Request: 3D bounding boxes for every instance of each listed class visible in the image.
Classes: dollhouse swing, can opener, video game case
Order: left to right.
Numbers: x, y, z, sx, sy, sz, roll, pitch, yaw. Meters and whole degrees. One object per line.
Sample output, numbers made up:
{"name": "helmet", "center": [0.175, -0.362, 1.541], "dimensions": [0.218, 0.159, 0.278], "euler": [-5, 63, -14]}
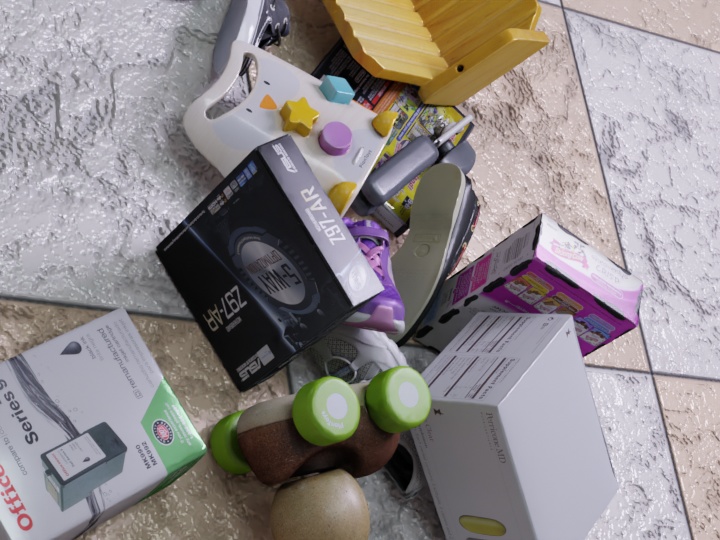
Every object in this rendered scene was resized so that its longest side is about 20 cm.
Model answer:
{"name": "video game case", "center": [0.020, -0.159, 1.655], "dimensions": [0.181, 0.025, 0.201], "euler": [43, 46, -9]}
{"name": "can opener", "center": [0.063, -0.108, 1.603], "dimensions": [0.200, 0.053, 0.067], "euler": [-35, 89, -44]}
{"name": "dollhouse swing", "center": [0.070, -0.307, 1.664], "dimensions": [0.201, 0.181, 0.176], "euler": [63, 16, 20]}

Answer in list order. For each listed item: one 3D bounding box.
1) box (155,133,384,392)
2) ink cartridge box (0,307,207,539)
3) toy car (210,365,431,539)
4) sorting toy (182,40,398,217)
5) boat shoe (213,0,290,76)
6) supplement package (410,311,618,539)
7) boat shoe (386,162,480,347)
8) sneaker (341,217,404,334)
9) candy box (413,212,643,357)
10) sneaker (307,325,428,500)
{"name": "box", "center": [-0.085, -0.002, 1.362], "dimensions": [0.043, 0.200, 0.161], "euler": [-26, 83, -43]}
{"name": "ink cartridge box", "center": [-0.246, 0.140, 1.236], "dimensions": [0.199, 0.084, 0.147], "euler": [-27, 82, -43]}
{"name": "toy car", "center": [-0.021, 0.203, 1.329], "dimensions": [0.157, 0.164, 0.202], "euler": [-5, 77, -38]}
{"name": "sorting toy", "center": [-0.076, -0.136, 1.498], "dimensions": [0.179, 0.107, 0.201], "euler": [34, 59, -9]}
{"name": "boat shoe", "center": [-0.102, -0.268, 1.602], "dimensions": [0.066, 0.070, 0.201], "euler": [28, 44, -19]}
{"name": "supplement package", "center": [0.145, 0.165, 1.445], "dimensions": [0.156, 0.110, 0.202], "euler": [-43, 123, -44]}
{"name": "boat shoe", "center": [0.068, -0.007, 1.552], "dimensions": [0.063, 0.073, 0.203], "euler": [45, 62, -49]}
{"name": "sneaker", "center": [0.000, 0.000, 1.432], "dimensions": [0.080, 0.089, 0.200], "euler": [15, 10, -14]}
{"name": "candy box", "center": [0.165, 0.039, 1.528], "dimensions": [0.136, 0.200, 0.061], "euler": [32, 50, -19]}
{"name": "sneaker", "center": [0.013, 0.126, 1.447], "dimensions": [0.200, 0.075, 0.082], "euler": [49, 45, -4]}
